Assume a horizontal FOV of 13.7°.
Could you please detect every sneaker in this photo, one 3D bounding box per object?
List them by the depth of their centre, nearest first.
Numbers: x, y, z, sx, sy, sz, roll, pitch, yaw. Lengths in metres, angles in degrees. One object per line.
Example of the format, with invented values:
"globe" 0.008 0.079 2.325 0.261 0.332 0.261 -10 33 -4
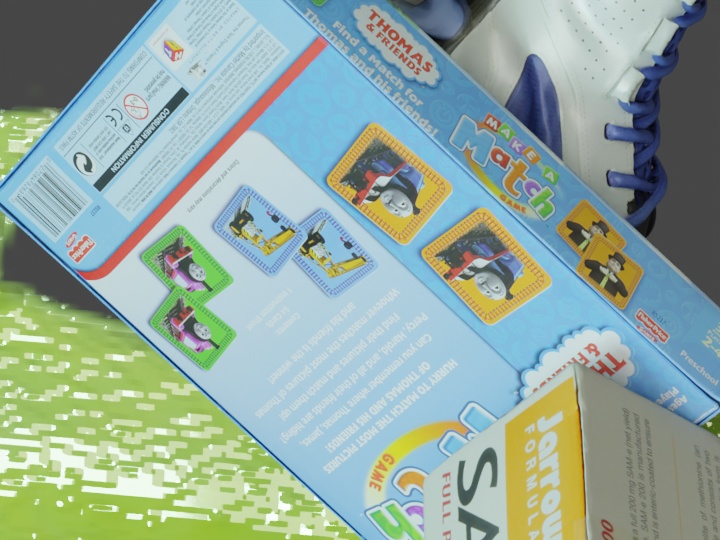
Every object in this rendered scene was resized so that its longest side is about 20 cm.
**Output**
"sneaker" 0.072 -0.061 0.927 0.199 0.081 0.115 -37 93 17

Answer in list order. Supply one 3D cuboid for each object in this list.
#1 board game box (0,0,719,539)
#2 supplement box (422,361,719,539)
"board game box" 0.000 0.000 0.911 0.200 0.037 0.151 44 135 -4
"supplement box" 0.115 0.129 0.863 0.200 0.126 0.074 28 131 -27
